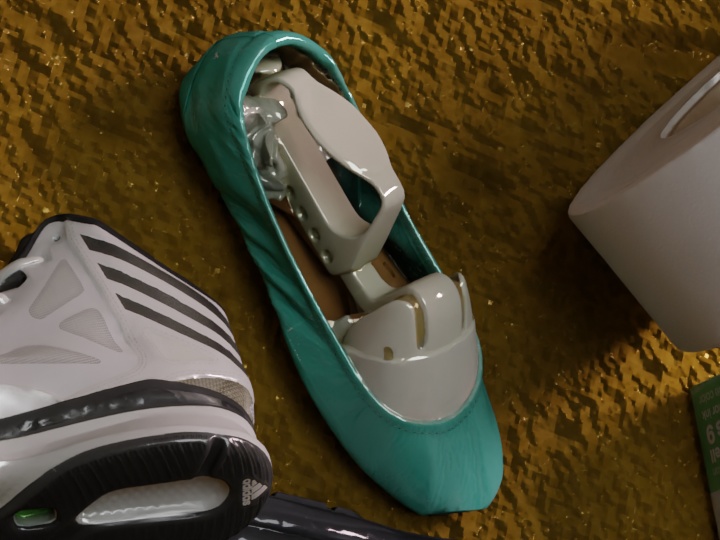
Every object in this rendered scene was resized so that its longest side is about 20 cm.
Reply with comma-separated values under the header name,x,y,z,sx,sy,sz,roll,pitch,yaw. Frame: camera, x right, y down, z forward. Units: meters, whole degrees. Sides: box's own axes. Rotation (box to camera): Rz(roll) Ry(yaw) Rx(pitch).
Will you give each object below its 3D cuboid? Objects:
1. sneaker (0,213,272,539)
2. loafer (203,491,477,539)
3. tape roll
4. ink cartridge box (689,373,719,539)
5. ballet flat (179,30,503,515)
name,x,y,z,sx,sy,sz,roll,pitch,yaw
sneaker,-0.135,0.043,0.756,0.200,0.076,0.116,-3,43,-10
loafer,0.022,0.128,0.795,0.200,0.068,0.071,14,75,-16
tape roll,0.176,-0.059,0.851,0.071,0.202,0.202,49,60,-4
ink cartridge box,0.225,0.127,0.880,0.145,0.087,0.201,-4,74,-26
ballet flat,0.000,0.000,0.821,0.067,0.070,0.200,-29,88,-30
